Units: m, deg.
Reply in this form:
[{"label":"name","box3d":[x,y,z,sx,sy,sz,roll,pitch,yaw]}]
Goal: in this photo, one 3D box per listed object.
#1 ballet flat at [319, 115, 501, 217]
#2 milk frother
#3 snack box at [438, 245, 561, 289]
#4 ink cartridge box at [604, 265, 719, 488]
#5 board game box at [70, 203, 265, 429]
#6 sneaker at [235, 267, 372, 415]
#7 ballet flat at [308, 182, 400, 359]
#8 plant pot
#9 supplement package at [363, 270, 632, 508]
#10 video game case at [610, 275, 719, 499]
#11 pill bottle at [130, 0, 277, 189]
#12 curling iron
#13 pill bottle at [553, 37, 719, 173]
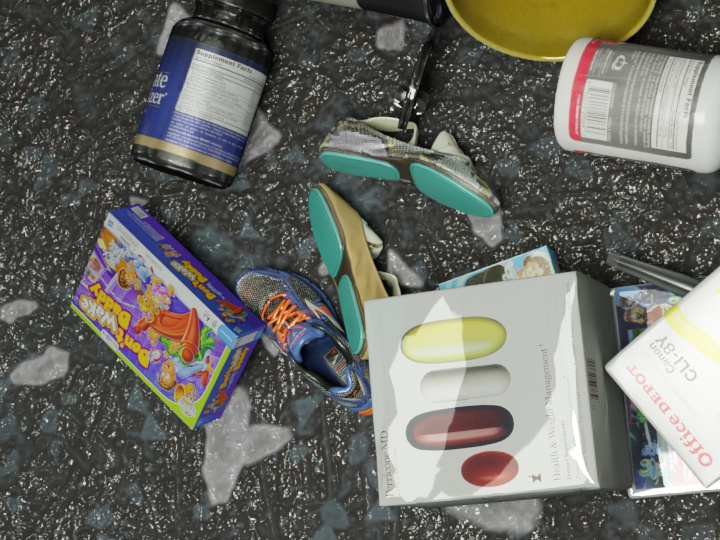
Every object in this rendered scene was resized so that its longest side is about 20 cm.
[{"label":"ballet flat","box3d":[0.056,-0.114,1.649,0.200,0.072,0.072,19,89,21]},{"label":"milk frother","box3d":[-0.006,-0.261,1.625,0.188,0.181,0.200,13,74,19]},{"label":"snack box","box3d":[0.159,0.089,1.592,0.116,0.037,0.200,-21,75,17]},{"label":"ink cartridge box","box3d":[0.339,0.075,1.456,0.200,0.083,0.145,-43,77,18]},{"label":"board game box","box3d":[-0.201,0.047,1.702,0.200,0.045,0.135,42,126,21]},{"label":"sneaker","box3d":[-0.052,0.063,1.655,0.200,0.078,0.075,39,96,21]},{"label":"ballet flat","box3d":[0.000,0.000,1.655,0.063,0.069,0.200,-6,62,-21]},{"label":"plant pot","box3d":[0.183,-0.319,1.578,0.200,0.200,0.142,-7,53,20]},{"label":"supplement package","box3d":[0.125,0.113,1.501,0.200,0.147,0.191,-9,79,20]},{"label":"video game case","box3d":[0.329,0.104,1.533,0.182,0.023,0.200,-8,80,20]},{"label":"pill bottle","box3d":[-0.156,-0.193,1.716,0.112,0.112,0.200,17,88,22]},{"label":"curling iron","box3d":[0.324,0.013,1.520,0.200,0.026,0.050,14,95,21]},{"label":"pill bottle","box3d":[0.290,-0.151,1.538,0.200,0.111,0.111,12,86,22]}]
